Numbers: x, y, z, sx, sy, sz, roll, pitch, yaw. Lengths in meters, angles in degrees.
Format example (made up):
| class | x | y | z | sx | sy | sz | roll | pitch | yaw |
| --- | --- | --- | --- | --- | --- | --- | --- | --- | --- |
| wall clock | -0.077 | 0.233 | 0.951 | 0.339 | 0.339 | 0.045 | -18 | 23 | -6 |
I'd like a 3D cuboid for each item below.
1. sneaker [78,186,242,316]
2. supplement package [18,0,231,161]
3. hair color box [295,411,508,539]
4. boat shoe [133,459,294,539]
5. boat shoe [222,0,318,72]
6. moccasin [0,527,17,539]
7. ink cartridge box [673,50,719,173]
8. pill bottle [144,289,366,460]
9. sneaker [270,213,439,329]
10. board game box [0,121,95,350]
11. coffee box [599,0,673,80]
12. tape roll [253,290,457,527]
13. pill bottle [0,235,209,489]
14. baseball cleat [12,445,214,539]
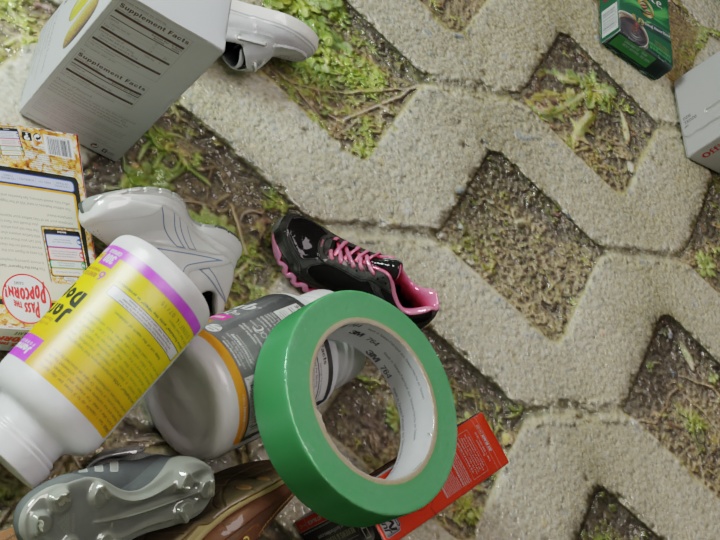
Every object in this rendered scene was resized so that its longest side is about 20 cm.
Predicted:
| class | x | y | z | sx | sy | sz | roll | pitch | yaw |
| --- | --- | --- | --- | --- | --- | --- | --- | --- | --- |
| sneaker | -0.176 | -0.015 | 1.197 | 0.199 | 0.074 | 0.088 | 29 | 55 | -49 |
| supplement package | -0.214 | -0.213 | 1.216 | 0.109 | 0.200 | 0.115 | 26 | 49 | -28 |
| hair color box | 0.043 | 0.210 | 1.258 | 0.199 | 0.101 | 0.062 | -24 | 83 | -48 |
| boat shoe | -0.125 | 0.224 | 1.129 | 0.199 | 0.071 | 0.068 | -30 | 114 | -46 |
| boat shoe | -0.130 | -0.249 | 1.421 | 0.199 | 0.071 | 0.069 | 14 | 77 | -44 |
| moccasin | -0.224 | 0.288 | 0.994 | 0.077 | 0.074 | 0.203 | -9 | 62 | -36 |
| ink cartridge box | 0.604 | -0.233 | 2.017 | 0.198 | 0.147 | 0.146 | 20 | 52 | -33 |
| pill bottle | -0.091 | 0.087 | 1.203 | 0.199 | 0.116 | 0.117 | -21 | 79 | -48 |
| sneaker | 0.000 | 0.000 | 1.358 | 0.199 | 0.095 | 0.079 | 37 | 47 | -17 |
| board game box | -0.305 | -0.032 | 1.133 | 0.150 | 0.046 | 0.202 | 7 | 60 | -40 |
| coffee box | 0.422 | -0.402 | 2.033 | 0.122 | 0.044 | 0.202 | 28 | 49 | -27 |
| tape roll | -0.001 | 0.120 | 1.155 | 0.199 | 0.048 | 0.203 | 22 | 55 | -36 |
| pill bottle | -0.220 | 0.075 | 1.062 | 0.104 | 0.104 | 0.200 | 44 | 70 | -11 |
| baseball cleat | -0.209 | 0.183 | 1.044 | 0.199 | 0.106 | 0.071 | 2 | 93 | -52 |
